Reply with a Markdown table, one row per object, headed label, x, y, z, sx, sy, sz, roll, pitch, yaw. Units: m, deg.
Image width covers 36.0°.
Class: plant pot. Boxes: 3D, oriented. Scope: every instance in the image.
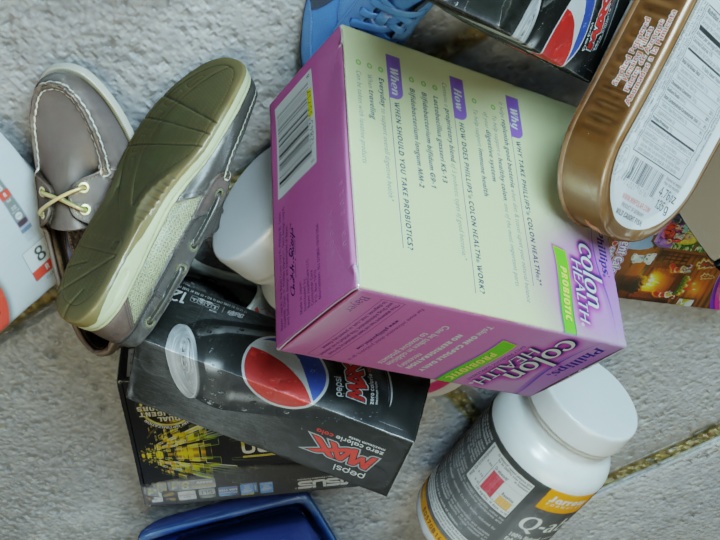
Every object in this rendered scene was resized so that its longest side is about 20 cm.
| label | x | y | z | sx | sy | sz | roll | pitch | yaw |
| --- | --- | --- | --- | --- | --- | --- | --- | --- | --- |
| plant pot | -0.097 | 0.323 | 1.025 | 0.199 | 0.180 | 0.201 | -17 | 131 | 8 |

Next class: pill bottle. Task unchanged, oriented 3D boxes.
| label | x | y | z | sx | sy | sz | roll | pitch | yaw |
| --- | --- | --- | --- | --- | --- | --- | --- | --- | --- |
| pill bottle | 0.142 | 0.169 | 0.956 | 0.116 | 0.117 | 0.200 | 19 | 127 | -21 |
| pill bottle | 0.000 | 0.000 | 0.795 | 0.200 | 0.114 | 0.113 | 33 | 121 | -29 |

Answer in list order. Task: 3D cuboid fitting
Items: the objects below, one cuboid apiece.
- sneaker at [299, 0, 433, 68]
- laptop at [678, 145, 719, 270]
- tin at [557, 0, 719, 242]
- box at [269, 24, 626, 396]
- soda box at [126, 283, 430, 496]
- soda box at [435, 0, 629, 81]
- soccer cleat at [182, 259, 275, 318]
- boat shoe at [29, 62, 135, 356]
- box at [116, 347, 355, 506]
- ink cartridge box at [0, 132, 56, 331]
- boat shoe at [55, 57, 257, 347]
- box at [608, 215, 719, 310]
| label | x | y | z | sx | sy | sz | roll | pitch | yaw |
| --- | --- | --- | --- | --- | --- | --- | --- | --- | --- |
| sneaker | 0.016 | -0.172 | 0.671 | 0.066 | 0.079 | 0.201 | 16 | 129 | -21 |
| laptop | 0.308 | -0.082 | 0.771 | 0.177 | 0.104 | 0.200 | -34 | 151 | 22 |
| tin | 0.190 | -0.111 | 0.666 | 0.112 | 0.042 | 0.201 | 18 | 101 | -51 |
| box | 0.051 | -0.031 | 0.699 | 0.199 | 0.177 | 0.097 | 12 | 149 | -29 |
| soda box | -0.057 | 0.081 | 0.769 | 0.199 | 0.064 | 0.071 | 20 | 133 | 0 |
| soda box | 0.090 | -0.157 | 0.606 | 0.071 | 0.200 | 0.064 | 30 | 104 | 21 |
| soccer cleat | -0.066 | 0.049 | 0.827 | 0.199 | 0.069 | 0.085 | 29 | 151 | -1 |
| boat shoe | -0.186 | -0.038 | 0.753 | 0.071 | 0.060 | 0.201 | 2 | 118 | 18 |
| box | -0.095 | 0.125 | 0.938 | 0.198 | 0.049 | 0.162 | -4 | 133 | -5 |
| ink cartridge box | -0.283 | -0.034 | 0.716 | 0.050 | 0.162 | 0.201 | 22 | 144 | 31 |
| boat shoe | -0.123 | -0.044 | 0.725 | 0.071 | 0.202 | 0.066 | 17 | 163 | 41 |
| box | 0.254 | -0.060 | 0.817 | 0.136 | 0.039 | 0.201 | 6 | 130 | -12 |
